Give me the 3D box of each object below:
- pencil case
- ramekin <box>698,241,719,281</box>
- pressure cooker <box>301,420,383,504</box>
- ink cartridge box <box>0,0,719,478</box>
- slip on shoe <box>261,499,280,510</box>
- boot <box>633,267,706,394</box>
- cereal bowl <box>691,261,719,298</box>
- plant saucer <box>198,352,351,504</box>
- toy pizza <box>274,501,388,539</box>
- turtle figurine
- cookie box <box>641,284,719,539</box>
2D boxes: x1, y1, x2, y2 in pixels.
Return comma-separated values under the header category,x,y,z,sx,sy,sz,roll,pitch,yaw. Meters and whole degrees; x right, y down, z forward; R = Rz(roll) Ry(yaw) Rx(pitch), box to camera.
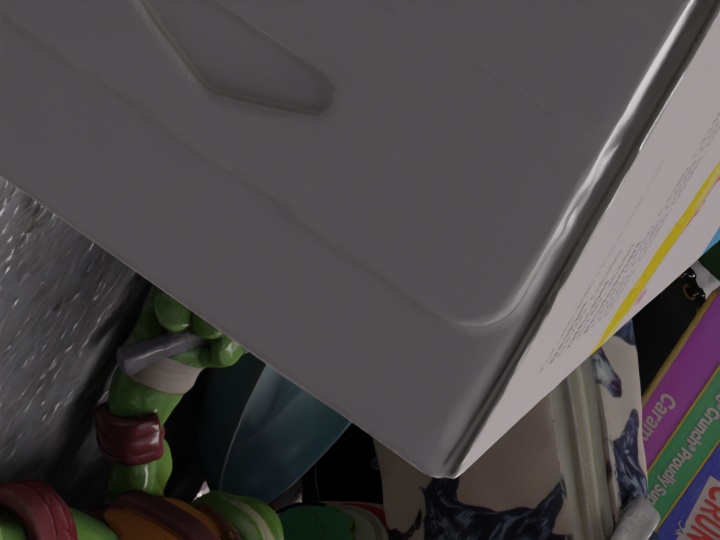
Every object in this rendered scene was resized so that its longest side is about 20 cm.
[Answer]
category,x,y,z,sx,sy,sz,roll,pitch,yaw
pencil case,0.039,0.016,0.650,0.078,0.201,0.089,0,165,-36
ramekin,0.145,-0.103,0.823,0.200,0.098,0.200,-52,171,-12
pressure cooker,0.067,0.106,1.045,0.200,0.175,0.179,84,25,-72
ink cartridge box,0.027,-0.081,0.502,0.146,0.147,0.200,-62,167,26
slip on shoe,-0.085,0.156,0.880,0.200,0.061,0.074,-40,-165,-31
boot,0.120,-0.005,0.931,0.200,0.138,0.077,-57,168,-4
cereal bowl,0.145,-0.052,1.078,0.200,0.083,0.201,10,90,-82
plant saucer,0.000,0.000,0.871,0.200,0.027,0.200,-52,166,-19
toy pizza,-0.029,0.133,0.789,0.200,0.200,0.032,-45,130,-40
turtle figurine,-0.036,0.075,0.680,0.194,0.199,0.144,-17,105,-64
cookie box,0.153,0.023,0.773,0.200,0.075,0.171,-45,168,-40
